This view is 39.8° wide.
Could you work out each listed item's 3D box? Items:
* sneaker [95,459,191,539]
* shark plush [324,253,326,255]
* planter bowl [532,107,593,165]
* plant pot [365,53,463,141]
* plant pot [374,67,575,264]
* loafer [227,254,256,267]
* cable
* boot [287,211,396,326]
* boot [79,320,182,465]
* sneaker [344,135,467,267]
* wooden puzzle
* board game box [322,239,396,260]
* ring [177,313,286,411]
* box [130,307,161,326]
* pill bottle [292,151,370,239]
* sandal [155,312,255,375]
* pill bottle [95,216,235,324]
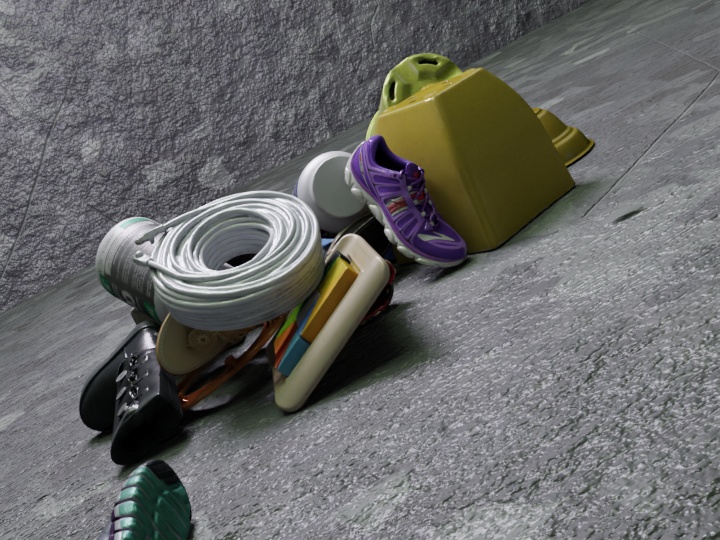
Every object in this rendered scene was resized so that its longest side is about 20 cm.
[{"bbox_3d":[-0.197,0.223,0.794,0.087,0.075,0.200,-28,13,11],"label":"sneaker"},{"bbox_3d":[-0.086,-0.049,1.427,0.090,0.084,0.200,-9,16,6],"label":"shark plush"},{"bbox_3d":[0.250,-0.195,1.534,0.199,0.084,0.201,-25,13,6],"label":"planter bowl"},{"bbox_3d":[0.102,-0.232,1.536,0.199,0.202,0.184,-27,-17,-6],"label":"plant pot"},{"bbox_3d":[0.128,-0.149,1.328,0.195,0.202,0.193,-36,17,-36],"label":"plant pot"},{"bbox_3d":[-0.161,-0.027,1.454,0.072,0.072,0.200,12,-11,3],"label":"loafer"},{"bbox_3d":[-0.137,-0.012,1.122,0.199,0.070,0.200,-30,41,-20],"label":"cable"},{"bbox_3d":[0.000,0.000,1.248,0.200,0.073,0.150,-42,18,-20],"label":"boot"},{"bbox_3d":[-0.275,0.168,1.171,0.166,0.065,0.200,-56,28,12],"label":"boot"},{"bbox_3d":[0.061,-0.086,1.240,0.080,0.200,0.084,-29,-18,-49],"label":"sneaker"},{"bbox_3d":[-0.047,0.046,1.093,0.186,0.037,0.200,-55,15,3],"label":"wooden puzzle"},{"bbox_3d":[0.018,-0.054,1.519,0.198,0.044,0.200,-17,15,36],"label":"board game box"},{"bbox_3d":[-0.170,0.105,1.215,0.200,0.019,0.201,-39,11,8],"label":"ring"},{"bbox_3d":[-0.242,0.054,1.450,0.127,0.110,0.200,-25,13,3],"label":"box"},{"bbox_3d":[-0.037,-0.106,1.400,0.110,0.112,0.200,-27,1,-7],"label":"pill bottle"},{"bbox_3d":[-0.145,0.040,1.157,0.211,0.078,0.069,-39,14,-33],"label":"sandal"},{"bbox_3d":[-0.238,0.011,1.268,0.199,0.114,0.113,23,44,39],"label":"pill bottle"}]
